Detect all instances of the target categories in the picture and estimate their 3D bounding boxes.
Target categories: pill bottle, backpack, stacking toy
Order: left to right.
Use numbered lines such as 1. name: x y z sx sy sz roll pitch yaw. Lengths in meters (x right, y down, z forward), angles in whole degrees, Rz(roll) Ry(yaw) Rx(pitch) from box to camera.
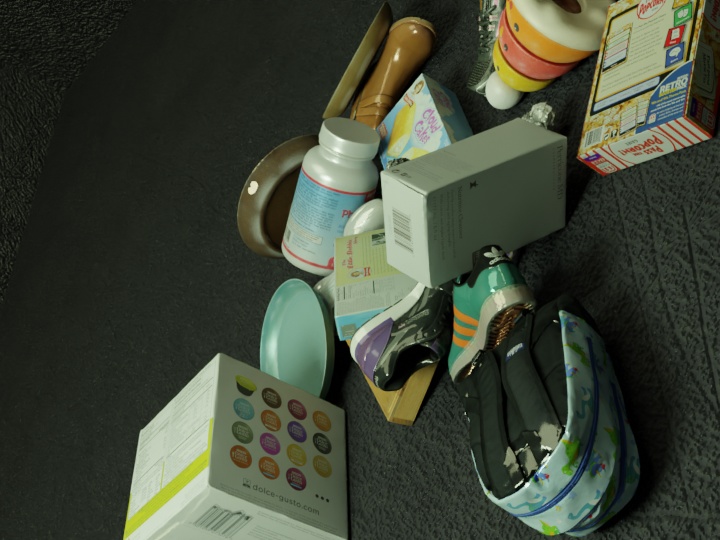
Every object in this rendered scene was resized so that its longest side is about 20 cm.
1. pill bottle: -0.037 -0.102 1.564 0.109 0.107 0.202 -112 34 -56
2. stacking toy: 0.207 -0.264 1.365 0.201 0.144 0.147 122 159 -49
3. backpack: 0.171 0.143 1.027 0.163 0.154 0.200 -44 8 20

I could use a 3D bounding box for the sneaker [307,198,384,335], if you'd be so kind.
1. sneaker: 0.000 0.000 1.528 0.202 0.070 0.080 -63 31 16

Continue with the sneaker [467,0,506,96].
1. sneaker: 0.181 -0.327 1.474 0.202 0.086 0.080 -65 26 -4

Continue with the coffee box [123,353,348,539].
1. coffee box: -0.152 0.262 1.402 0.200 0.198 0.199 -43 32 33

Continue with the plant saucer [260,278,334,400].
1. plant saucer: -0.084 0.113 1.546 0.199 0.027 0.203 -8 81 60

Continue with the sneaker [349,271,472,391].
1. sneaker: 0.087 0.057 1.244 0.200 0.076 0.088 -43 38 1

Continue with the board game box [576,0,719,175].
1. board game box: 0.311 -0.214 1.189 0.151 0.046 0.202 -17 51 55

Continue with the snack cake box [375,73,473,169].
1. snack cake box: 0.090 -0.161 1.506 0.115 0.067 0.201 -50 29 24

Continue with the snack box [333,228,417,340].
1. snack box: 0.026 0.009 1.390 0.115 0.037 0.201 -11 29 5

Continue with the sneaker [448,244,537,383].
1. sneaker: 0.129 0.047 1.174 0.201 0.070 0.081 109 147 -57

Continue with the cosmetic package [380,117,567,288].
1. cosmetic package: 0.123 -0.074 1.196 0.081 0.198 0.114 32 138 47

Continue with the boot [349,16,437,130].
1. boot: 0.038 -0.270 1.670 0.200 0.076 0.157 -33 33 53

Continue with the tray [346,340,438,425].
1. tray: 0.035 0.091 1.385 0.100 0.037 0.200 -69 25 19

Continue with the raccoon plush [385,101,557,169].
1. raccoon plush: 0.118 -0.135 1.311 0.202 0.133 0.097 -61 26 2

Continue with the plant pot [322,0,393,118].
1. plant pot: 0.001 -0.315 1.729 0.202 0.027 0.200 -60 4 8

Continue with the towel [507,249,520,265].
1. towel: 0.138 -0.015 1.339 0.143 0.023 0.202 1 67 61

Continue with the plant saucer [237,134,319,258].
1. plant saucer: -0.085 -0.098 1.634 0.032 0.199 0.201 43 104 40
